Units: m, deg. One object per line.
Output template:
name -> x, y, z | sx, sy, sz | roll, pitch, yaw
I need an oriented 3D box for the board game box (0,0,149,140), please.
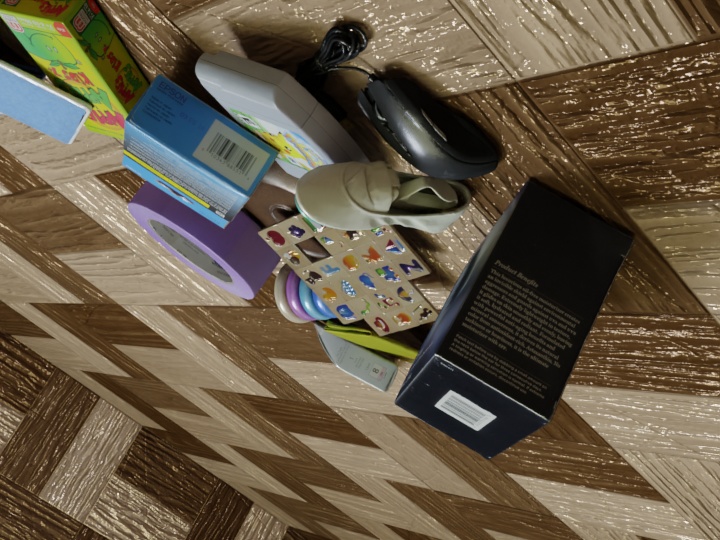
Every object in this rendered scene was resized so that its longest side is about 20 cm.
board game box -> -0.299, -0.224, 1.125 | 0.101, 0.048, 0.200 | 17, 155, 27

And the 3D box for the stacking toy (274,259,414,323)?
stacking toy -> -0.016, 0.024, 1.288 | 0.199, 0.086, 0.085 | -2, 143, 45

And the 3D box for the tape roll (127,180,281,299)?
tape roll -> -0.201, -0.048, 1.325 | 0.200, 0.066, 0.200 | 32, 164, 10

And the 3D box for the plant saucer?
plant saucer -> -0.077, -0.071, 1.214 | 0.200, 0.032, 0.200 | 24, 157, 11

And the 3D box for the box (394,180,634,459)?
box -> 0.141, 0.054, 0.992 | 0.123, 0.199, 0.200 | 30, 158, 2

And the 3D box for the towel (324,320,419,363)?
towel -> 0.045, 0.101, 1.372 | 0.086, 0.018, 0.200 | 3, 166, 41

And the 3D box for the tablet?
tablet -> -0.409, -0.210, 1.166 | 0.199, 0.014, 0.130 | 27, 158, -19

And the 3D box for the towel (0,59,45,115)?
towel -> -0.487, -0.236, 1.280 | 0.146, 0.024, 0.200 | 8, 170, -30

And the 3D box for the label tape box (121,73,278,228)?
label tape box -> -0.178, -0.122, 1.101 | 0.144, 0.063, 0.200 | 33, 167, -9

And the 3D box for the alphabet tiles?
alphabet tiles -> 0.000, 0.000, 1.187 | 0.167, 0.008, 0.200 | -19, 124, 40

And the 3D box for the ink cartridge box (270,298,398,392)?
ink cartridge box -> -0.043, 0.107, 1.469 | 0.199, 0.057, 0.163 | 24, 178, 1

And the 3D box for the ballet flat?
ballet flat -> 0.029, -0.074, 0.958 | 0.199, 0.070, 0.069 | 4, 180, -44

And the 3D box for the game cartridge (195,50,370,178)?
game cartridge -> -0.061, -0.133, 0.997 | 0.133, 0.041, 0.200 | 21, 165, 37

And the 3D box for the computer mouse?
computer mouse -> 0.022, -0.131, 0.941 | 0.200, 0.046, 0.140 | 37, 157, -19
